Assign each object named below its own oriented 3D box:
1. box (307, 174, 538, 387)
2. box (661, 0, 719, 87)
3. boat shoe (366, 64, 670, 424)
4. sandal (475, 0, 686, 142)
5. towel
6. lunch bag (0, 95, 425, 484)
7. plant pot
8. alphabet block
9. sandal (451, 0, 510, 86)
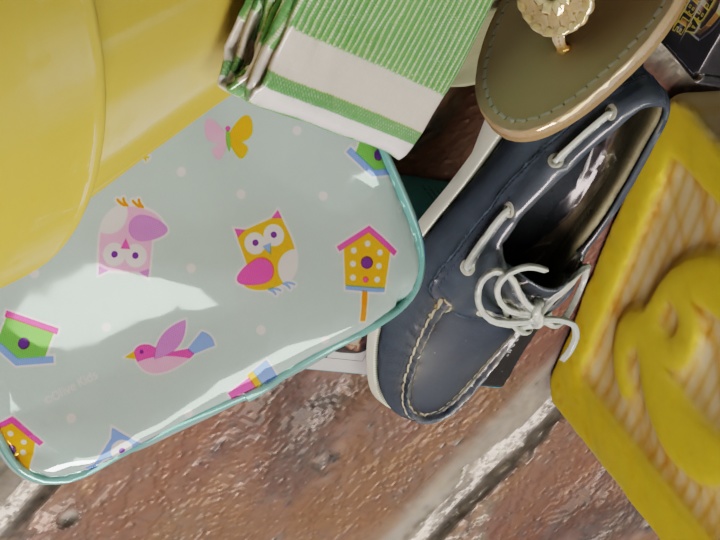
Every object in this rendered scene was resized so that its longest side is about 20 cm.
[{"bbox_3d":[0.000,0.000,1.268,0.200,0.049,0.082,8,124,-41],"label":"box"},{"bbox_3d":[0.246,-0.162,1.205,0.198,0.050,0.200,6,124,-37],"label":"box"},{"bbox_3d":[0.070,-0.009,1.224,0.075,0.062,0.200,11,119,-46],"label":"boat shoe"},{"bbox_3d":[0.103,-0.150,1.068,0.212,0.078,0.070,-47,137,-7],"label":"sandal"},{"bbox_3d":[0.026,-0.141,1.003,0.152,0.023,0.201,15,99,-64],"label":"towel"},{"bbox_3d":[-0.082,-0.022,1.120,0.200,0.077,0.161,-27,100,-15],"label":"lunch bag"},{"bbox_3d":[-0.127,-0.099,0.977,0.189,0.201,0.201,-24,142,-40],"label":"plant pot"},{"bbox_3d":[0.242,0.038,1.374,0.199,0.195,0.197,-7,131,-33],"label":"alphabet block"},{"bbox_3d":[0.006,-0.122,1.075,0.080,0.058,0.201,-5,147,31],"label":"sandal"}]
